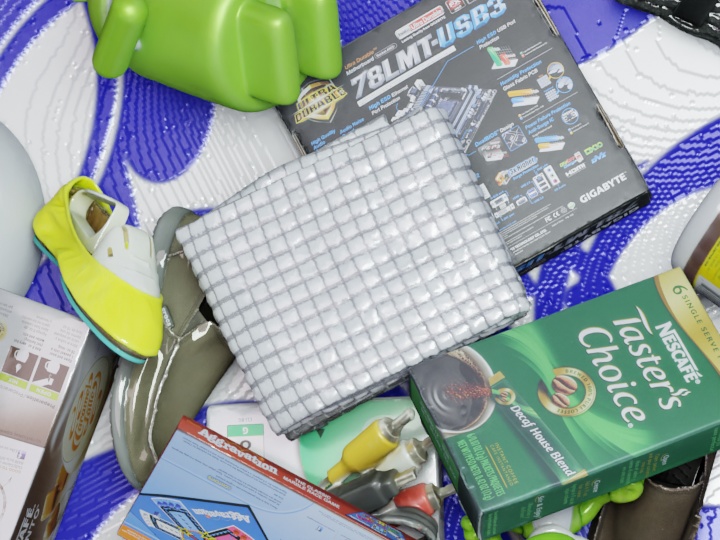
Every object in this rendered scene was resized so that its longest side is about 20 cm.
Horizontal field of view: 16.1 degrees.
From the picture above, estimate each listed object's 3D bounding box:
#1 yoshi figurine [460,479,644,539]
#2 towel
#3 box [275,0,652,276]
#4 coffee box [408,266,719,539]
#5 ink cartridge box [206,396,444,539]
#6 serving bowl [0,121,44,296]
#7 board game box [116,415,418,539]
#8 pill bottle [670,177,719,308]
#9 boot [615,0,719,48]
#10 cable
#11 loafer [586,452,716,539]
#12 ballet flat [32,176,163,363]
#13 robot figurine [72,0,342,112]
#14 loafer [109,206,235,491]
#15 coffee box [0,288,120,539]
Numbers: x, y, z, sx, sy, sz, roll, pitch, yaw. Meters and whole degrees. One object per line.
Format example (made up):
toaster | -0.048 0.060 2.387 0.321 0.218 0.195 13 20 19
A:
yoshi figurine | 0.122 0.154 1.662 0.112 0.112 0.200 -27 63 42
towel | 0.000 0.000 1.701 0.200 0.086 0.166 -27 77 6
box | 0.068 -0.087 1.765 0.200 0.050 0.199 -30 78 4
coffee box | 0.143 0.083 1.643 0.200 0.044 0.123 -19 58 -11
ink cartridge box | -0.022 0.188 1.739 0.161 0.050 0.200 -3 79 9
serving bowl | -0.329 -0.035 1.811 0.200 0.066 0.200 -1 82 9
board game box | -0.052 0.182 1.689 0.200 0.019 0.103 29 120 -4
pill bottle | 0.312 0.012 1.681 0.200 0.109 0.109 37 88 12
boot | 0.280 -0.242 1.740 0.158 0.079 0.211 34 88 12
cable | -0.026 0.166 1.715 0.200 0.050 0.097 -23 111 23
loafer | 0.193 0.151 1.698 0.073 0.071 0.200 14 84 11
ballet flat | -0.173 -0.009 1.733 0.067 0.200 0.067 28 101 -32
robot figurine | -0.105 -0.179 1.754 0.200 0.116 0.175 23 45 38
loafer | -0.122 0.056 1.760 0.070 0.075 0.200 8 83 14
coffee box | -0.240 0.123 1.748 0.080 0.114 0.200 19 84 11
